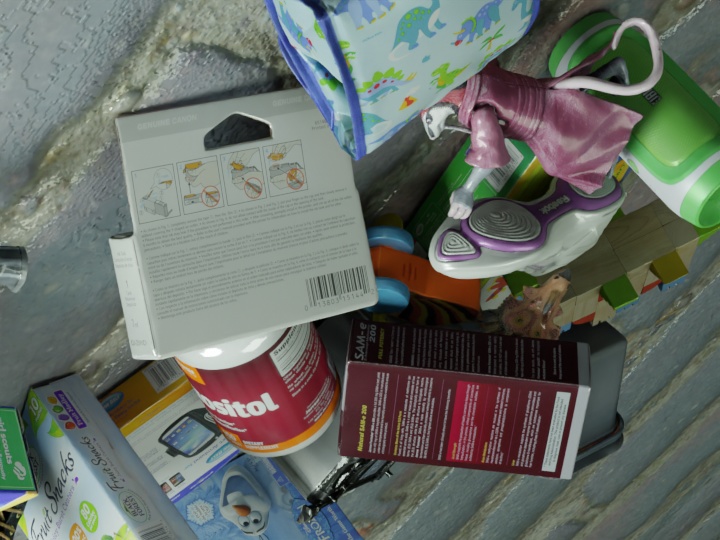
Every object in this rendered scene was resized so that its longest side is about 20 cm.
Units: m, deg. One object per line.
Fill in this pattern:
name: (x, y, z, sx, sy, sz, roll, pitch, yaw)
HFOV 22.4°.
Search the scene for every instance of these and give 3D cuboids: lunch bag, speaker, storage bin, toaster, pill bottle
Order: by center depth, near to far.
lunch bag: (0.032, -0.186, 1.269, 0.170, 0.127, 0.200, -36, 143, -7)
pill bottle: (-0.095, 0.055, 1.473, 0.113, 0.113, 0.200, -35, 138, -9)
speaker: (0.249, -0.130, 1.544, 0.088, 0.200, 0.088, -30, 152, -18)
toaster: (0.002, 0.116, 1.671, 0.181, 0.119, 0.200, -49, 166, 17)
storage bin: (0.183, 0.083, 1.811, 0.146, 0.200, 0.134, -21, 139, -32)

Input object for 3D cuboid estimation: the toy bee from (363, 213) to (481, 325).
toy bee: (0.000, 0.000, 1.561, 0.109, 0.200, 0.131, -29, -154, 49)

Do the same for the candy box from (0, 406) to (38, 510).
candy box: (-0.361, 0.150, 1.282, 0.169, 0.077, 0.200, -25, 162, 29)

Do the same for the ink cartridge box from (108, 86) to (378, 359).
ink cartridge box: (-0.090, -0.040, 1.351, 0.200, 0.176, 0.045, -13, -174, -34)

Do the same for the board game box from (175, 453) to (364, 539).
board game box: (-0.101, 0.281, 1.731, 0.199, 0.200, 0.043, -28, 153, -22)

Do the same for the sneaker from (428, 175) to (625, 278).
sneaker: (0.141, -0.021, 1.554, 0.200, 0.075, 0.100, -19, 145, -31)

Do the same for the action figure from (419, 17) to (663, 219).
action figure: (0.131, -0.127, 1.453, 0.200, 0.134, 0.149, 7, 147, -28)

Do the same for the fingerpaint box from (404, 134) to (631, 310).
fingerpaint box: (0.138, -0.057, 1.657, 0.167, 0.073, 0.200, -5, 138, -47)

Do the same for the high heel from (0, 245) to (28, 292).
high heel: (-0.328, 0.037, 1.251, 0.143, 0.071, 0.200, 5, 141, -31)

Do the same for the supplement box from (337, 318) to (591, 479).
supplement box: (0.085, 0.108, 1.513, 0.200, 0.061, 0.109, 6, 128, -1)

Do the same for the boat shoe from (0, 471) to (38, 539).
boat shoe: (-0.293, 0.196, 1.401, 0.071, 0.200, 0.091, 39, 96, -29)

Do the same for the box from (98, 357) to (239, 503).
box: (-0.173, 0.147, 1.618, 0.119, 0.041, 0.200, -36, 155, -7)

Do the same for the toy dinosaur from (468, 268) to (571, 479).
toy dinosaur: (0.140, 0.094, 1.591, 0.086, 0.200, 0.136, -3, -173, -1)

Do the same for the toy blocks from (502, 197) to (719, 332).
toy blocks: (0.231, 0.004, 1.698, 0.200, 0.100, 0.137, -25, 162, -6)

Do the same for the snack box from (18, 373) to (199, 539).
snack box: (-0.213, 0.204, 1.474, 0.053, 0.200, 0.142, -16, 145, -39)
